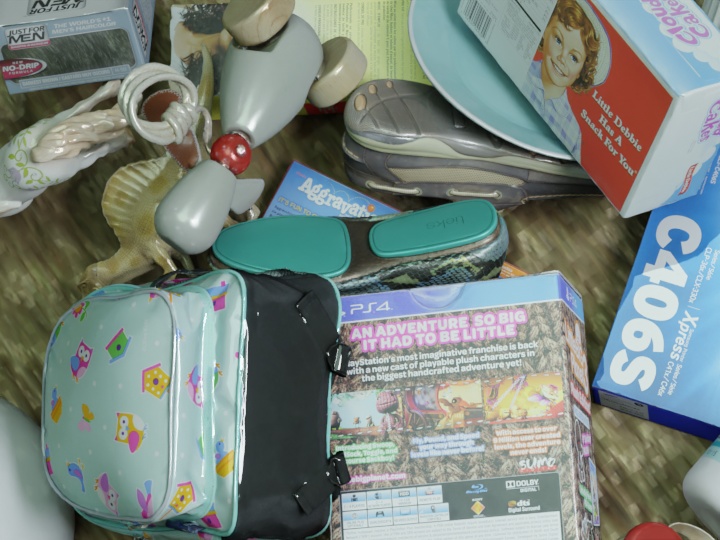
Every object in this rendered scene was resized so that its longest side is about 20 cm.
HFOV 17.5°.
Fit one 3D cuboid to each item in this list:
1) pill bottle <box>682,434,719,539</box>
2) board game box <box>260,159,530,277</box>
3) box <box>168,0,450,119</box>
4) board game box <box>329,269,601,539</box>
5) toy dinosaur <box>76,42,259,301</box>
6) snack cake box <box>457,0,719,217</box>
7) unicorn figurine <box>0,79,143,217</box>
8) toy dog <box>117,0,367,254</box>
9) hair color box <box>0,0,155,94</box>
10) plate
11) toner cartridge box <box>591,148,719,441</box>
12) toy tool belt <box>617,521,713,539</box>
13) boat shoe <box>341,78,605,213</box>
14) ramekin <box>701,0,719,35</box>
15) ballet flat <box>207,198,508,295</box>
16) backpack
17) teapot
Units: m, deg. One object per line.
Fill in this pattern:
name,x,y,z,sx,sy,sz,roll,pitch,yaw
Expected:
pill bottle,0.303,0.098,1.468,0.111,0.111,0.200,39,82,18
board game box,0.017,0.012,1.587,0.199,0.019,0.103,26,80,15
box,-0.032,-0.149,1.629,0.198,0.050,0.076,-3,73,7
board game box,0.065,0.114,1.487,0.158,0.097,0.202,-6,78,14
toy dinosaur,-0.122,-0.046,1.585,0.101,0.058,0.201,29,96,-2
snack cake box,0.154,-0.148,1.498,0.067,0.115,0.200,-17,58,-31
unicorn figurine,-0.228,-0.061,1.595,0.074,0.200,0.137,44,53,7
toy dog,-0.088,-0.103,1.543,0.200,0.096,0.133,-38,108,-31
hair color box,-0.195,-0.212,1.621,0.098,0.061,0.201,-7,42,7
plate,0.125,-0.142,1.580,0.198,0.026,0.201,10,48,-11
toner cartridge box,0.228,0.004,1.545,0.094,0.043,0.201,17,76,12
toy tool belt,0.174,0.263,1.425,0.124,0.123,0.202,-10,76,-28
boat shoe,0.081,-0.077,1.579,0.198,0.074,0.075,10,43,-8
ramekin,0.306,-0.139,1.502,0.199,0.200,0.106,27,87,15
ballet flat,0.000,0.000,1.546,0.198,0.074,0.075,-4,72,6
backpack,-0.117,0.087,1.470,0.152,0.199,0.177,2,85,-34
teapot,-0.286,0.153,1.521,0.199,0.146,0.198,33,80,18
